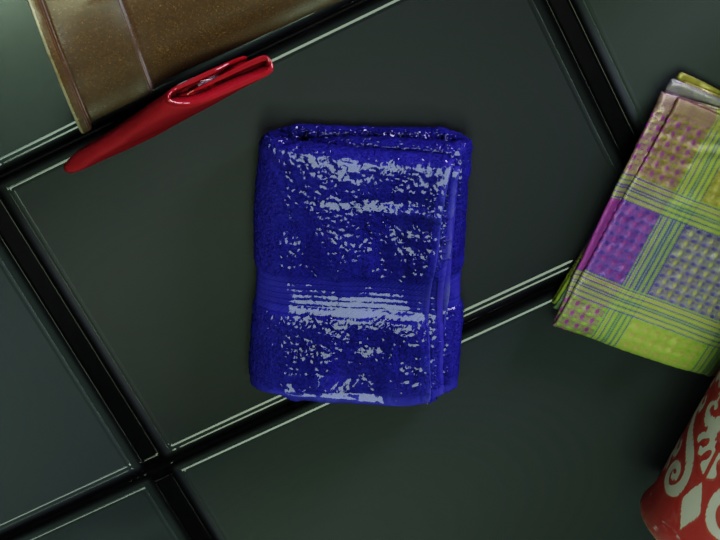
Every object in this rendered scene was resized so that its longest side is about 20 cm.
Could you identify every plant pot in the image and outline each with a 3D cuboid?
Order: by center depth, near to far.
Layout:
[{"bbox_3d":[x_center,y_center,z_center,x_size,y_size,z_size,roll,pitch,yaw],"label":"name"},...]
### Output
[{"bbox_3d":[-0.109,-0.210,1.544,0.197,0.200,0.201,-20,118,-3],"label":"plant pot"}]

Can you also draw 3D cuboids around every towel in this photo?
[{"bbox_3d":[0.000,0.000,1.731,0.147,0.050,0.201,0,118,-5],"label":"towel"},{"bbox_3d":[0.230,-0.027,1.748,0.143,0.023,0.201,19,116,-14],"label":"towel"}]

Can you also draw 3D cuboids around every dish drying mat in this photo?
[{"bbox_3d":[-0.123,-0.097,1.593,0.077,0.200,0.018,-27,94,-25],"label":"dish drying mat"}]

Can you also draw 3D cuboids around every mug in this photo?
[{"bbox_3d":[0.300,0.101,1.778,0.133,0.177,0.201,31,116,19],"label":"mug"}]
